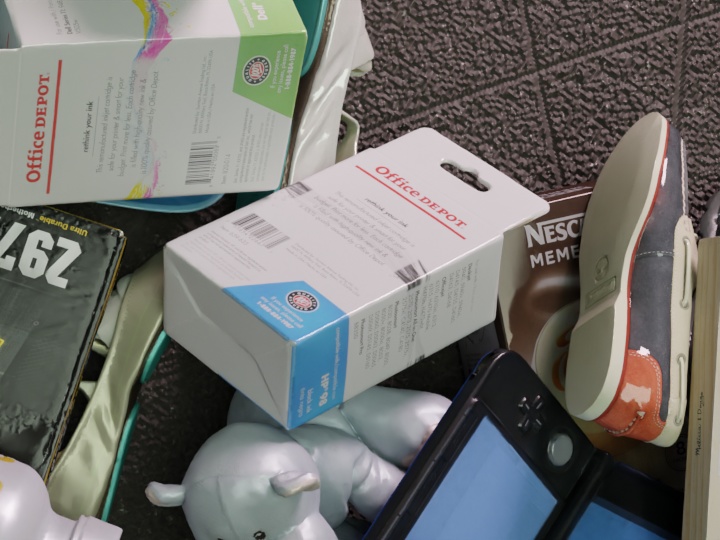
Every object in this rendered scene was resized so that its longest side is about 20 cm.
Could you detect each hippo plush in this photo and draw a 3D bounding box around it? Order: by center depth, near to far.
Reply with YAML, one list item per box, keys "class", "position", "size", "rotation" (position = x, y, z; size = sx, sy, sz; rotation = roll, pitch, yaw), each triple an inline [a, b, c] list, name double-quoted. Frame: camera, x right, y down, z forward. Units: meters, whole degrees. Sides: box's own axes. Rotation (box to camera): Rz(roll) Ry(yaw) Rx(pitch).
- class: "hippo plush"
  position: [-0.025, 0.120, 1.277]
  size: [0.159, 0.161, 0.200]
  rotation: [-9, 98, 14]

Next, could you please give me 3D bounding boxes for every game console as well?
- class: "game console"
  position: [0.105, 0.172, 1.257]
  size: [0.171, 0.118, 0.200]
  rotation: [50, 63, -34]

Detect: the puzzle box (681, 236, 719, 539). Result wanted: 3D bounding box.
- class: "puzzle box"
  position: [0.248, 0.086, 1.289]
  size: [0.133, 0.025, 0.200]
  rotation: [8, 82, -27]

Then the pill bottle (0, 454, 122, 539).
- class: "pill bottle"
  position: [-0.234, 0.142, 1.193]
  size: [0.200, 0.112, 0.112]
  rotation: [20, 86, -3]

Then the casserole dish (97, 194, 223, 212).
- class: "casserole dish"
  position: [-0.157, -0.101, 1.317]
  size: [0.200, 0.039, 0.121]
  rotation: [8, 90, -16]

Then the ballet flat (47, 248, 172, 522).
- class: "ballet flat"
  position: [-0.149, 0.062, 1.315]
  size: [0.069, 0.069, 0.200]
  rotation: [22, 86, -17]

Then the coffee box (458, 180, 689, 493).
- class: "coffee box"
  position: [0.127, 0.052, 1.387]
  size: [0.114, 0.080, 0.200]
  rotation: [-14, 96, -18]

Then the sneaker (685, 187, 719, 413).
- class: "sneaker"
  position: [0.246, 0.013, 1.386]
  size: [0.075, 0.079, 0.200]
  rotation: [59, 39, -31]

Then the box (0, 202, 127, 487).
- class: "box"
  position: [-0.248, 0.024, 1.265]
  size: [0.200, 0.049, 0.160]
  rotation: [19, 84, -2]

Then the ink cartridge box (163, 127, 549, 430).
- class: "ink cartridge box"
  position: [0.000, 0.000, 1.288]
  size: [0.200, 0.116, 0.067]
  rotation: [-26, 136, -33]

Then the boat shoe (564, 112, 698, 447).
- class: "boat shoe"
  position: [0.166, 0.004, 1.302]
  size: [0.063, 0.071, 0.200]
  rotation: [21, 62, -19]

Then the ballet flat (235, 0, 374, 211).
- class: "ballet flat"
  position: [-0.027, -0.107, 1.350]
  size: [0.069, 0.069, 0.200]
  rotation: [10, 93, -17]

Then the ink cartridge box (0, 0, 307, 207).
- class: "ink cartridge box"
  position: [-0.140, -0.100, 1.238]
  size: [0.200, 0.067, 0.117]
  rotation: [-4, 134, -19]
